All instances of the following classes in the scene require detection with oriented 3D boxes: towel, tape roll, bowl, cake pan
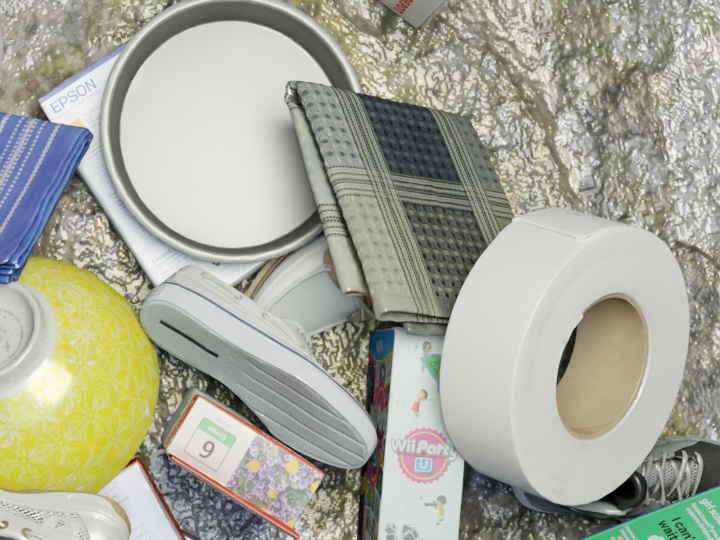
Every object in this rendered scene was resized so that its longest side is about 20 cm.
[{"bbox_3d":[-0.305,-0.067,1.327,0.198,0.024,0.146,12,55,15],"label":"towel"},{"bbox_3d":[0.147,0.059,1.304,0.201,0.070,0.205,-16,114,-41],"label":"tape roll"},{"bbox_3d":[-0.251,0.065,1.309,0.198,0.108,0.202,-4,61,7],"label":"bowl"},{"bbox_3d":[-0.094,-0.105,1.374,0.198,0.037,0.203,1,86,-9],"label":"cake pan"},{"bbox_3d":[0.042,-0.039,1.333,0.191,0.034,0.201,7,53,-44],"label":"towel"}]

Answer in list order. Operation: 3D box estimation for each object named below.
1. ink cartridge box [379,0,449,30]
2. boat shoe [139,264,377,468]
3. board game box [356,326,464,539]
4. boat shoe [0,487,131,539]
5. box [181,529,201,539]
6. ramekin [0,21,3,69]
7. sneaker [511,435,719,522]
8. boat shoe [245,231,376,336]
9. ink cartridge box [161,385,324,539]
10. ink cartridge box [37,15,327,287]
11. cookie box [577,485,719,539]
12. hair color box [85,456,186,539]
[{"bbox_3d":[0.000,-0.283,1.381,0.199,0.146,0.085,36,82,-6],"label":"ink cartridge box"},{"bbox_3d":[-0.063,0.061,1.341,0.199,0.074,0.067,37,46,0],"label":"boat shoe"},{"bbox_3d":[0.037,0.145,1.369,0.064,0.148,0.202,5,86,-6],"label":"board game box"},{"bbox_3d":[-0.260,0.190,1.263,0.198,0.070,0.071,-1,130,10],"label":"boat shoe"},{"bbox_3d":[-0.209,0.176,1.387,0.199,0.039,0.042,31,84,-6],"label":"box"},{"bbox_3d":[-0.362,-0.177,1.318,0.198,0.098,0.203,0,67,1],"label":"ramekin"},{"bbox_3d":[0.220,0.167,1.409,0.198,0.115,0.076,0,88,-8],"label":"sneaker"},{"bbox_3d":[0.000,0.000,1.397,0.199,0.068,0.075,-36,135,-7],"label":"boat shoe"},{"bbox_3d":[-0.084,0.135,1.325,0.108,0.200,0.051,33,85,-6],"label":"ink cartridge box"},{"bbox_3d":[-0.113,-0.096,1.411,0.199,0.041,0.201,-33,92,-9],"label":"ink cartridge box"},{"bbox_3d":[0.210,0.273,1.386,0.198,0.075,0.172,-20,125,-8],"label":"cookie box"},{"bbox_3d":[-0.155,0.248,1.342,0.101,0.061,0.201,-29,91,-7],"label":"hair color box"}]
